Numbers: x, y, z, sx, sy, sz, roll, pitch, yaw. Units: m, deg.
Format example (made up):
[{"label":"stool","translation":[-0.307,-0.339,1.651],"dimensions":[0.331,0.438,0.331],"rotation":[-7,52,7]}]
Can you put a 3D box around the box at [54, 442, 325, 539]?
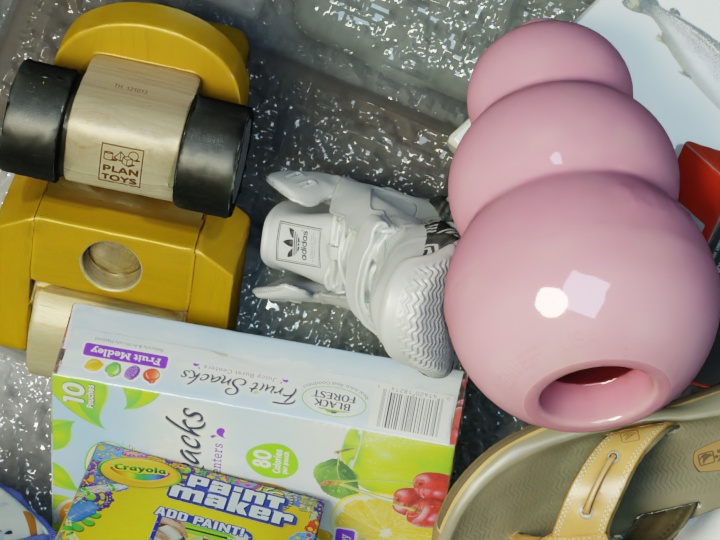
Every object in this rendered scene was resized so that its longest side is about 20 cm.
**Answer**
[{"label":"box","translation":[-0.107,0.227,1.307],"dimensions":[0.122,0.193,0.200],"rotation":[14,123,2]}]

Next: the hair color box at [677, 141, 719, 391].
[{"label":"hair color box","translation":[0.230,0.017,1.319],"dimensions":[0.200,0.061,0.102],"rotation":[15,108,-26]}]

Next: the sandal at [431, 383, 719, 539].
[{"label":"sandal","translation":[0.129,0.105,1.276],"dimensions":[0.199,0.054,0.080],"rotation":[-16,125,4]}]

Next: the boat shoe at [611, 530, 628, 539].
[{"label":"boat shoe","translation":[0.055,0.176,1.362],"dimensions":[0.200,0.073,0.062],"rotation":[-28,51,19]}]

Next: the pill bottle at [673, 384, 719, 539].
[{"label":"pill bottle","translation":[0.226,0.133,1.365],"dimensions":[0.200,0.120,0.120],"rotation":[38,92,2]}]

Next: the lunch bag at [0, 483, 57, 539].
[{"label":"lunch bag","translation":[-0.270,0.150,1.329],"dimensions":[0.200,0.170,0.124],"rotation":[-1,93,29]}]

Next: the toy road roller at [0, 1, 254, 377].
[{"label":"toy road roller","translation":[-0.112,-0.047,1.395],"dimensions":[0.123,0.146,0.200],"rotation":[12,128,2]}]

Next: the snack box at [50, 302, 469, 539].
[{"label":"snack box","translation":[-0.053,0.094,1.369],"dimensions":[0.199,0.142,0.053],"rotation":[11,49,2]}]

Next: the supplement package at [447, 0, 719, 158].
[{"label":"supplement package","translation":[0.154,-0.090,1.369],"dimensions":[0.200,0.117,0.117],"rotation":[-44,87,1]}]

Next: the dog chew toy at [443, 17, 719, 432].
[{"label":"dog chew toy","translation":[0.095,-0.029,1.243],"dimensions":[0.124,0.125,0.200],"rotation":[-7,58,2]}]

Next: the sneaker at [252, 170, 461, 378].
[{"label":"sneaker","translation":[0.000,0.000,1.340],"dimensions":[0.115,0.200,0.075],"rotation":[9,102,8]}]
